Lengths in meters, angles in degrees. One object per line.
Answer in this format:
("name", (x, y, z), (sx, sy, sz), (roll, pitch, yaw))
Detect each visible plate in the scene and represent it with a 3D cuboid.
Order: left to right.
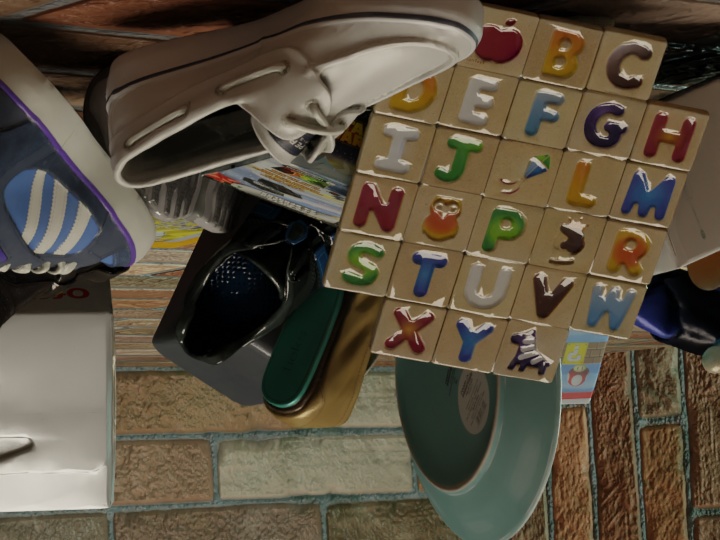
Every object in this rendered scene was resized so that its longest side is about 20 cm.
("plate", (0.059, 0.061, 1.590), (0.025, 0.202, 0.200), (0, 174, -25))

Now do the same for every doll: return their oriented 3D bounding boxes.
("doll", (0.196, 0.023, 1.666), (0.199, 0.049, 0.137), (18, -162, -22))

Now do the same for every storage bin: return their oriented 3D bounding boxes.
("storage bin", (-0.056, 0.002, 1.727), (0.145, 0.135, 0.200), (34, 162, -16))

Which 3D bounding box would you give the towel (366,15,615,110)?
("towel", (0.027, -0.099, 1.420), (0.198, 0.035, 0.193), (-3, 175, -5))

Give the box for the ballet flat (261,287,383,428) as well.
("ballet flat", (0.000, 0.000, 1.625), (0.063, 0.201, 0.068), (22, -178, -44))

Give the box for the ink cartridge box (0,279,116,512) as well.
("ink cartridge box", (-0.228, 0.038, 1.693), (0.144, 0.146, 0.200), (-2, -149, -9))

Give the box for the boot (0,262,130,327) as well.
("boot", (-0.216, -0.049, 1.442), (0.069, 0.201, 0.174), (-14, -159, 38))

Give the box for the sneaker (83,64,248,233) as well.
("sneaker", (-0.121, -0.065, 1.486), (0.081, 0.075, 0.200), (17, 170, 16))

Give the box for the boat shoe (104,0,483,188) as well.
("boat shoe", (-0.031, -0.081, 1.279), (0.199, 0.066, 0.073), (-15, 152, 30))

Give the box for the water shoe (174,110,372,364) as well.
("water shoe", (-0.030, -0.018, 1.550), (0.200, 0.071, 0.079), (-49, -175, 27))

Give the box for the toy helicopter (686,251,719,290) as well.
("toy helicopter", (0.239, -0.018, 1.648), (0.132, 0.201, 0.079), (16, 133, -40))

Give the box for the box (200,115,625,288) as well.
("box", (0.028, -0.038, 1.433), (0.199, 0.040, 0.137), (20, 171, -18))

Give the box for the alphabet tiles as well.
("alphabet tiles", (0.077, -0.035, 1.358), (0.165, 0.201, 0.006), (10, -152, -12))

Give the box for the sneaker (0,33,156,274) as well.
("sneaker", (-0.193, -0.019, 1.363), (0.080, 0.146, 0.200), (40, 170, 27))

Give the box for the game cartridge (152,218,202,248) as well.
("game cartridge", (-0.144, -0.043, 1.939), (0.175, 0.033, 0.199), (1, 174, -38))

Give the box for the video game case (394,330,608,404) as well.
("video game case", (0.106, -0.007, 1.691), (0.142, 0.201, 0.017), (-1, -153, -30))

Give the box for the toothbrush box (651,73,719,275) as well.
("toothbrush box", (0.179, -0.054, 1.495), (0.146, 0.086, 0.200), (-23, -178, -17))
